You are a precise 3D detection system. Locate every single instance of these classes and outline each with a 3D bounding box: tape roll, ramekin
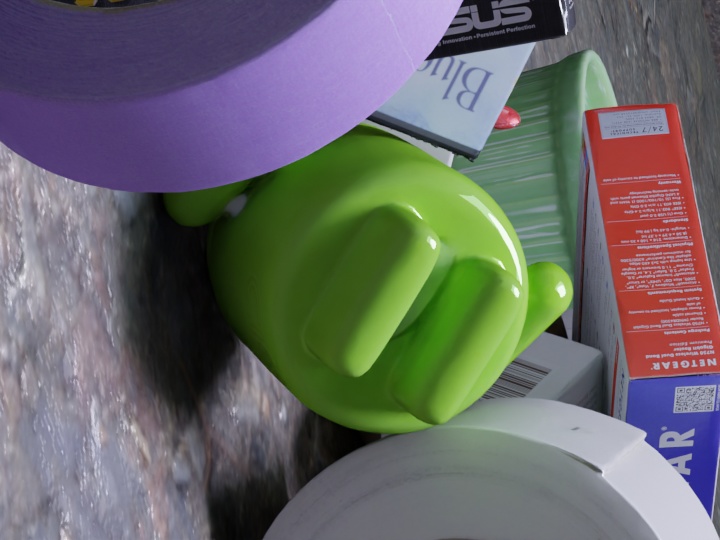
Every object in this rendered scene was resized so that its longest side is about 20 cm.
[{"bbox_3d":[-0.061,-0.128,0.942,0.066,0.200,0.200,59,26,-59],"label":"tape roll"},{"bbox_3d":[0.058,0.161,1.256,0.139,0.203,0.203,-13,94,-76],"label":"tape roll"},{"bbox_3d":[0.119,-0.037,1.848,0.200,0.098,0.200,-9,90,-77],"label":"ramekin"}]

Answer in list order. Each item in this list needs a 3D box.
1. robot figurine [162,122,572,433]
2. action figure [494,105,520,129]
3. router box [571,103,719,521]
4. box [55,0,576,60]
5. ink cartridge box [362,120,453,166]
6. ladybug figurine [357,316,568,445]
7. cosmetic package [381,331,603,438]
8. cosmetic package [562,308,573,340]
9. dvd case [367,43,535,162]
[{"bbox_3d":[0.000,0.000,1.221,0.116,0.175,0.200,-60,-160,3],"label":"robot figurine"},{"bbox_3d":[0.076,-0.153,1.356,0.200,0.052,0.065,96,3,-53],"label":"action figure"},{"bbox_3d":[0.143,0.049,1.443,0.200,0.049,0.180,88,-2,-49],"label":"router box"},{"bbox_3d":[-0.028,-0.151,1.094,0.048,0.200,0.158,-57,138,-75],"label":"box"},{"bbox_3d":[0.007,-0.126,1.377,0.146,0.084,0.200,102,-7,-48],"label":"ink cartridge box"},{"bbox_3d":[0.050,0.062,1.506,0.200,0.072,0.136,33,76,-62],"label":"ladybug figurine"},{"bbox_3d":[0.066,0.135,1.424,0.101,0.071,0.200,-39,138,-44],"label":"cosmetic package"},{"bbox_3d":[0.092,0.121,1.624,0.090,0.107,0.200,69,17,-45],"label":"cosmetic package"},{"bbox_3d":[0.031,-0.156,1.179,0.200,0.143,0.018,-63,-153,15],"label":"dvd case"}]
